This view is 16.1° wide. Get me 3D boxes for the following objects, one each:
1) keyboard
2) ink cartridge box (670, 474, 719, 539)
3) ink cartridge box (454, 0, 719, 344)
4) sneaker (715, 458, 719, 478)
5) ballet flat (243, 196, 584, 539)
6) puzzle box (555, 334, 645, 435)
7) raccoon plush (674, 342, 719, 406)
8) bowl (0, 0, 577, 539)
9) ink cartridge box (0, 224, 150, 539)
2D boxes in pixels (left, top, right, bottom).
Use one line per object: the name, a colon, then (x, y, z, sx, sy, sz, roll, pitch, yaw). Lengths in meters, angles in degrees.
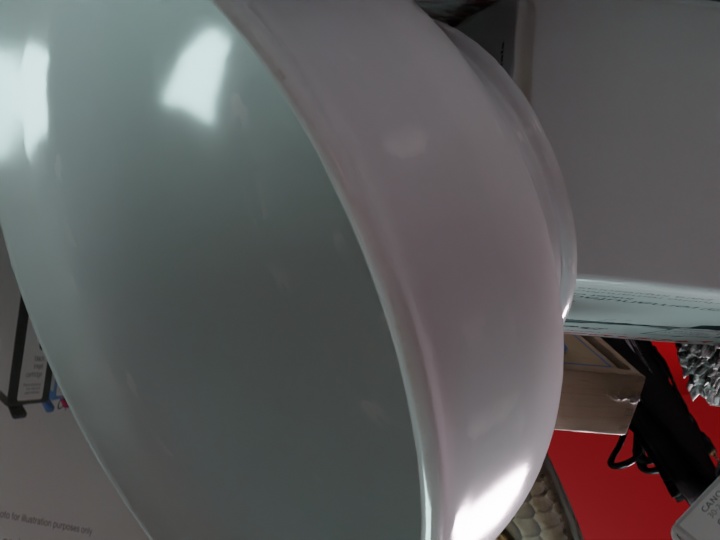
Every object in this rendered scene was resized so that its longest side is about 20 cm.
keyboard: (0.097, 0.042, 1.013, 0.104, 0.040, 0.200, 48, -169, -26)
ink cartridge box: (0.204, 0.064, 0.841, 0.045, 0.200, 0.176, 39, 170, 37)
ink cartridge box: (0.086, -0.025, 0.779, 0.146, 0.083, 0.200, 5, 175, -12)
sneaker: (0.166, 0.050, 0.902, 0.071, 0.200, 0.099, 11, 180, 19)
ballet flat: (-0.002, 0.015, 0.738, 0.046, 0.200, 0.067, -33, 172, -13)
puzzle box: (0.000, 0.000, 0.937, 0.133, 0.025, 0.200, 7, -158, -33)
raccoon plush: (0.189, 0.001, 1.017, 0.134, 0.097, 0.200, -8, 171, 21)
bowl: (-0.009, -0.006, 0.646, 0.090, 0.201, 0.201, -25, -171, -29)
ink cartridge box: (-0.152, 0.026, 0.795, 0.147, 0.200, 0.145, 0, 168, 33)
